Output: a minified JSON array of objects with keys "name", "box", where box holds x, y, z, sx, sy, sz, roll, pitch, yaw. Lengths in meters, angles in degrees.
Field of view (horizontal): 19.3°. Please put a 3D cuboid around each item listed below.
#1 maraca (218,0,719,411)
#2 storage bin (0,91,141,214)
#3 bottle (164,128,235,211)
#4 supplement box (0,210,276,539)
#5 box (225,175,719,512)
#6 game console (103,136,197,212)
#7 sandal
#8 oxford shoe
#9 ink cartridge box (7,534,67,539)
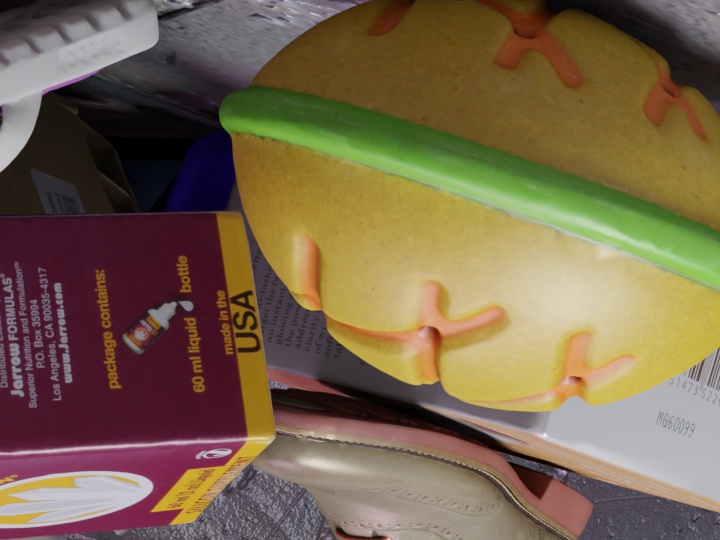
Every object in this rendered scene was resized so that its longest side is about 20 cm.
[{"name":"maraca","box":[0.057,-0.012,0.565,0.200,0.107,0.137,19,-178,-18]},{"name":"storage bin","box":[-0.182,-0.011,0.873,0.198,0.094,0.200,24,-156,-35]},{"name":"bottle","box":[0.000,0.000,0.977,0.200,0.084,0.065,21,173,-42]},{"name":"supplement box","box":[-0.142,0.040,0.711,0.200,0.086,0.110,-2,159,-21]},{"name":"box","box":[0.059,0.015,0.830,0.152,0.106,0.200,22,172,-42]},{"name":"game console","box":[-0.147,0.006,1.031,0.031,0.177,0.200,48,161,-23]},{"name":"sandal","box":[-0.138,-0.038,0.654,0.203,0.050,0.082,-29,-158,-36]},{"name":"oxford shoe","box":[0.020,0.096,0.792,0.070,0.075,0.200,15,172,42]},{"name":"ink cartridge box","box":[-0.211,0.110,0.911,0.083,0.145,0.200,21,-153,-38]}]
